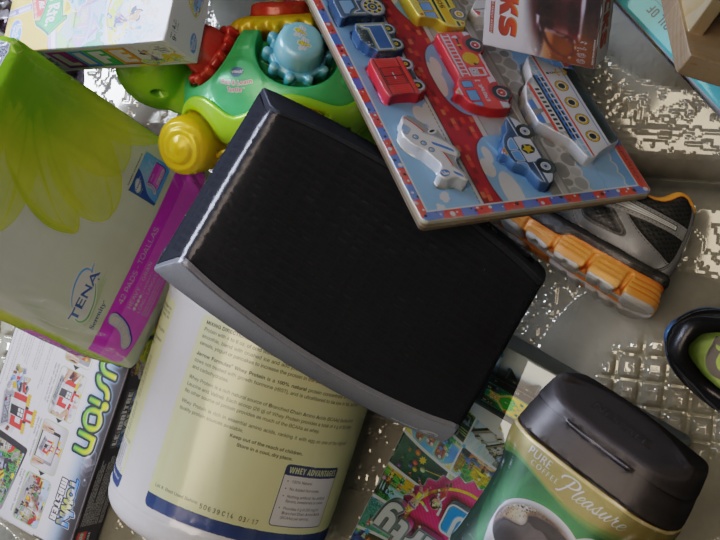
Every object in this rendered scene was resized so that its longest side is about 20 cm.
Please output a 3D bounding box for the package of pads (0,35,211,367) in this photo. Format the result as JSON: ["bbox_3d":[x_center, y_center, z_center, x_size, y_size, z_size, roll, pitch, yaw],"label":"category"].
[{"bbox_3d":[-0.197,-0.036,0.789,0.068,0.200,0.155,18,78,42],"label":"package of pads"}]

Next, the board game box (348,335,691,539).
[{"bbox_3d":[0.087,0.153,0.755,0.147,0.064,0.201,29,99,24],"label":"board game box"}]

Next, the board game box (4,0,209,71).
[{"bbox_3d":[-0.147,-0.227,0.775,0.134,0.034,0.201,2,76,30],"label":"board game box"}]

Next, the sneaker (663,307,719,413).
[{"bbox_3d":[0.255,0.080,0.672,0.199,0.083,0.071,28,98,23],"label":"sneaker"}]

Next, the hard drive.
[{"bbox_3d":[0.000,0.000,0.695,0.200,0.042,0.135,32,87,-12],"label":"hard drive"}]

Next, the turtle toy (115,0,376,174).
[{"bbox_3d":[-0.070,-0.121,0.790,0.199,0.146,0.102,3,104,25],"label":"turtle toy"}]

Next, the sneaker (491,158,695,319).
[{"bbox_3d":[0.114,-0.053,0.756,0.200,0.078,0.077,36,87,19],"label":"sneaker"}]

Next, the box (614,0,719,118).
[{"bbox_3d":[0.197,-0.140,0.714,0.049,0.082,0.200,-43,72,15],"label":"box"}]

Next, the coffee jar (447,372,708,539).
[{"bbox_3d":[0.097,0.158,0.669,0.104,0.085,0.200,37,101,24],"label":"coffee jar"}]

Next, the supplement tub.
[{"bbox_3d":[-0.066,0.074,0.783,0.145,0.145,0.201,20,95,24],"label":"supplement tub"}]

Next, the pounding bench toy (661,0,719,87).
[{"bbox_3d":[0.274,-0.168,0.607,0.156,0.199,0.125,120,159,-48],"label":"pounding bench toy"}]

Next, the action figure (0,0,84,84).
[{"bbox_3d":[-0.221,-0.148,0.882,0.200,0.130,0.070,-53,33,27],"label":"action figure"}]

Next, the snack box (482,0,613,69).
[{"bbox_3d":[0.109,-0.212,0.666,0.072,0.024,0.201,18,127,25],"label":"snack box"}]

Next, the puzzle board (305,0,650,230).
[{"bbox_3d":[0.065,-0.113,0.721,0.017,0.150,0.200,112,141,-50],"label":"puzzle board"}]

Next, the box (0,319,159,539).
[{"bbox_3d":[-0.217,0.095,0.910,0.110,0.035,0.201,22,96,24],"label":"box"}]
